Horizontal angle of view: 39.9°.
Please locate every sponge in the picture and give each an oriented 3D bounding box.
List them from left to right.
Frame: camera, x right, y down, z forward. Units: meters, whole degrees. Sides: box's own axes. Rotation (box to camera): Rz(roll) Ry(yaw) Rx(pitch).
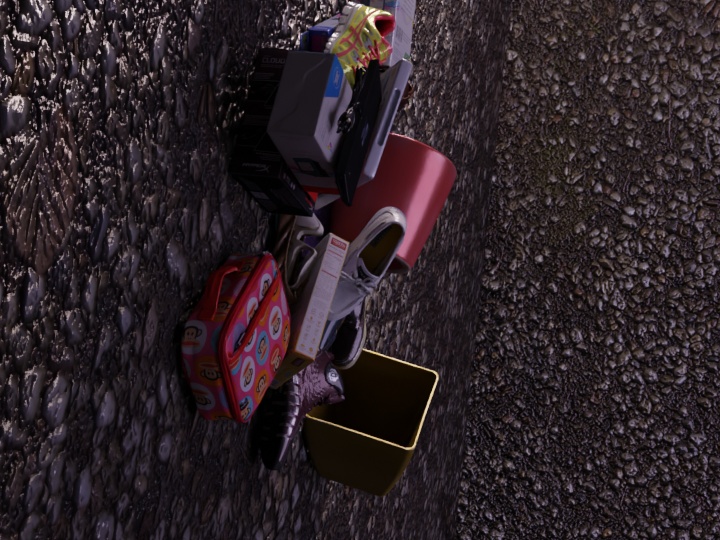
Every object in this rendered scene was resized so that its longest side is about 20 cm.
[{"bbox_3d":[-0.067,-0.063,1.608,0.200,0.029,0.113,29,68,-72],"label":"sponge"}]

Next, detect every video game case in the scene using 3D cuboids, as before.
[{"bbox_3d":[-0.005,-0.191,1.426,0.200,0.023,0.184,-22,-134,63],"label":"video game case"}]

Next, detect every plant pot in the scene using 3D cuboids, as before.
[{"bbox_3d":[0.011,0.280,1.774,0.201,0.198,0.178,-63,167,-50],"label":"plant pot"},{"bbox_3d":[0.037,-0.102,1.598,0.200,0.198,0.179,52,53,-69],"label":"plant pot"}]

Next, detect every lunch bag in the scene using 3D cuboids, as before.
[{"bbox_3d":[-0.158,0.072,1.259,0.201,0.081,0.178,-67,154,-50],"label":"lunch bag"}]

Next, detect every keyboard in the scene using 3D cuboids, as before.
[{"bbox_3d":[-0.004,-0.191,1.265,0.128,0.020,0.202,82,18,-55],"label":"keyboard"}]

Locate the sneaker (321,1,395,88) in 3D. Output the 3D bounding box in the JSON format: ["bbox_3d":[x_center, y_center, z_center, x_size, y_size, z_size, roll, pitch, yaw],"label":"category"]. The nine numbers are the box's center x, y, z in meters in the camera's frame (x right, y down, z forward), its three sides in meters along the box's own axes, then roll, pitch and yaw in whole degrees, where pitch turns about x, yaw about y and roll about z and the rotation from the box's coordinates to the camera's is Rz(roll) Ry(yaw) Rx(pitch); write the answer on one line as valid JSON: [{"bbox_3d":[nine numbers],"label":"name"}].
[{"bbox_3d":[0.000,-0.322,1.477,0.078,0.089,0.202,72,30,-58],"label":"sneaker"}]

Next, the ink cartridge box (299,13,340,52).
[{"bbox_3d":[-0.045,-0.328,1.554,0.200,0.041,0.121,-49,143,-61],"label":"ink cartridge box"}]

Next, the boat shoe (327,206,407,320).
[{"bbox_3d":[0.004,0.002,1.475,0.202,0.074,0.086,-50,-165,13],"label":"boat shoe"}]

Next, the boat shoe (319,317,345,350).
[{"bbox_3d":[-0.051,0.054,1.586,0.202,0.070,0.091,-60,173,7],"label":"boat shoe"}]

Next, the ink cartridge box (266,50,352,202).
[{"bbox_3d":[-0.048,-0.176,1.276,0.200,0.066,0.117,57,43,-64],"label":"ink cartridge box"}]

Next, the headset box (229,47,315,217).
[{"bbox_3d":[-0.099,-0.194,1.346,0.149,0.074,0.202,51,48,-67],"label":"headset box"}]

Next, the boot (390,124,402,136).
[{"bbox_3d":[0.025,-0.235,1.635,0.070,0.132,0.200,-44,179,19],"label":"boot"}]

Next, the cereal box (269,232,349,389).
[{"bbox_3d":[-0.084,0.060,1.446,0.144,0.039,0.202,-41,-151,54],"label":"cereal box"}]

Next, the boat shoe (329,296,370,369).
[{"bbox_3d":[-0.025,0.073,1.764,0.065,0.072,0.202,47,48,-56],"label":"boat shoe"}]

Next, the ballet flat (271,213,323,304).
[{"bbox_3d":[-0.094,-0.039,1.437,0.068,0.071,0.202,57,42,-61],"label":"ballet flat"}]

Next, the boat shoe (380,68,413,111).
[{"bbox_3d":[0.047,-0.308,1.658,0.070,0.071,0.200,-39,178,9],"label":"boat shoe"}]

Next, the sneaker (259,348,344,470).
[{"bbox_3d":[-0.077,0.210,1.507,0.115,0.075,0.202,19,77,-30],"label":"sneaker"}]

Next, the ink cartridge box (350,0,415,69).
[{"bbox_3d":[0.040,-0.442,1.715,0.145,0.086,0.203,-1,100,-75],"label":"ink cartridge box"}]
